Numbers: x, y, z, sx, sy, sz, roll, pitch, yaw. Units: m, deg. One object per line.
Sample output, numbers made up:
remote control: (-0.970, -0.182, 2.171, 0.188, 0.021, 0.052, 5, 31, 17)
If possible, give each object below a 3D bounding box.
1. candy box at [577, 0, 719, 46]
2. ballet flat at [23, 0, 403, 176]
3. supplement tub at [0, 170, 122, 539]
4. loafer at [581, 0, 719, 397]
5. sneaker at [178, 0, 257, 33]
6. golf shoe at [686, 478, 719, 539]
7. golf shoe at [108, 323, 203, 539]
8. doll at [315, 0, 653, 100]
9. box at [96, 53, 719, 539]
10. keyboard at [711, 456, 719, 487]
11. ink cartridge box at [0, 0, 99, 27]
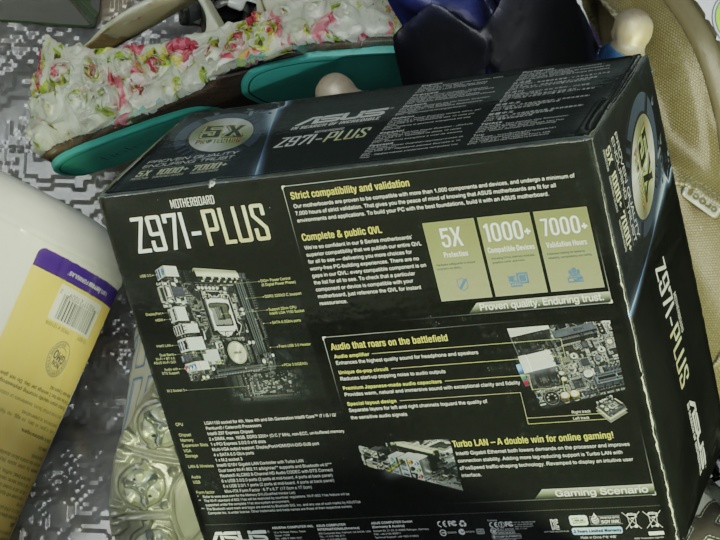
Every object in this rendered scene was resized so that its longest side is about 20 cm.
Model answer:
candy box: (0.140, -0.133, 0.961, 0.199, 0.072, 0.169, -22, 80, 0)
ballet flat: (-0.053, -0.094, 0.898, 0.198, 0.076, 0.065, -14, 77, 11)
supplement tub: (-0.201, 0.052, 0.916, 0.144, 0.145, 0.201, 23, 83, 7)
loafer: (0.126, -0.036, 0.872, 0.067, 0.076, 0.202, -20, 78, -1)
sneaker: (-0.041, -0.120, 0.959, 0.199, 0.077, 0.082, 35, 58, 20)
golf shoe: (0.130, 0.120, 0.906, 0.094, 0.078, 0.201, -31, 65, 6)
golf shoe: (-0.069, 0.040, 0.950, 0.078, 0.097, 0.202, 7, 107, -12)
doll: (0.045, -0.087, 0.834, 0.135, 0.049, 0.201, -16, 108, 11)
box: (0.022, 0.019, 0.816, 0.198, 0.086, 0.165, -6, 113, 25)
keyboard: (0.142, 0.128, 0.944, 0.199, 0.021, 0.128, -28, 80, 0)
ink cartridge box: (-0.200, -0.149, 0.921, 0.144, 0.200, 0.048, 5, 83, 5)
